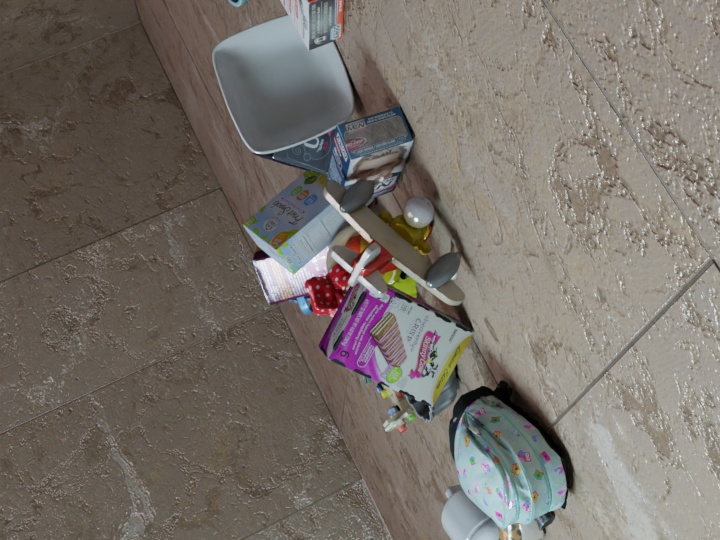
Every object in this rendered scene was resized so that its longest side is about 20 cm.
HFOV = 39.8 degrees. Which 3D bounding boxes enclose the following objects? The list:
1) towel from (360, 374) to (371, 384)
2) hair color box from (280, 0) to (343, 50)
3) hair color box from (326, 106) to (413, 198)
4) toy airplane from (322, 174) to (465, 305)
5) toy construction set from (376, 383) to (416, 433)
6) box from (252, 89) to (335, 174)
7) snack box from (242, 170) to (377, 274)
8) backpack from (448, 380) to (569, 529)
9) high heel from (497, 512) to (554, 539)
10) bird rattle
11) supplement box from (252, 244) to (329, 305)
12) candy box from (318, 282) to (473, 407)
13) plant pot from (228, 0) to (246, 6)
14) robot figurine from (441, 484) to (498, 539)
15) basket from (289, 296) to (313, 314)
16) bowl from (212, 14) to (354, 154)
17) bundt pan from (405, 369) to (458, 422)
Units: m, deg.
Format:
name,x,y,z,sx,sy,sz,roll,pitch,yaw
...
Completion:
name,x,y,z,sx,sy,sz,roll,pitch,yaw
towel,0.031,0.091,1.813,0.022,0.147,0.201,19,139,36
hair color box,-0.094,-0.450,1.506,0.111,0.063,0.201,96,149,-65
hair color box,0.011,-0.166,1.490,0.200,0.099,0.061,108,141,-73
toy airplane,0.049,-0.046,1.417,0.199,0.142,0.200,23,-153,-30
toy construction set,0.068,0.246,2.080,0.131,0.091,0.202,94,161,-65
box,-0.111,-0.245,1.754,0.200,0.105,0.124,-150,76,-72
snack box,-0.093,-0.101,1.778,0.068,0.200,0.168,54,169,-31
backpack,0.209,0.277,1.419,0.200,0.126,0.168,41,149,57
high heel,0.235,0.390,1.615,0.143,0.071,0.201,52,145,28
bird rattle,0.000,0.000,1.690,0.113,0.198,0.165,43,-137,-58
supplement box,-0.092,-0.028,1.893,0.131,0.198,0.104,-90,-17,-63
candy box,0.055,0.105,1.509,0.199,0.137,0.061,26,-174,-25
plant pot,-0.104,-0.457,1.233,0.201,0.186,0.201,60,166,26
robot figurine,0.217,0.456,1.751,0.200,0.112,0.171,-132,37,-56
basket,-0.125,-0.017,2.104,0.200,0.138,0.178,-56,-53,-67
bowl,-0.123,-0.296,1.603,0.075,0.198,0.202,136,112,-83
bundt pan,0.108,0.160,1.748,0.203,0.075,0.202,62,168,23
